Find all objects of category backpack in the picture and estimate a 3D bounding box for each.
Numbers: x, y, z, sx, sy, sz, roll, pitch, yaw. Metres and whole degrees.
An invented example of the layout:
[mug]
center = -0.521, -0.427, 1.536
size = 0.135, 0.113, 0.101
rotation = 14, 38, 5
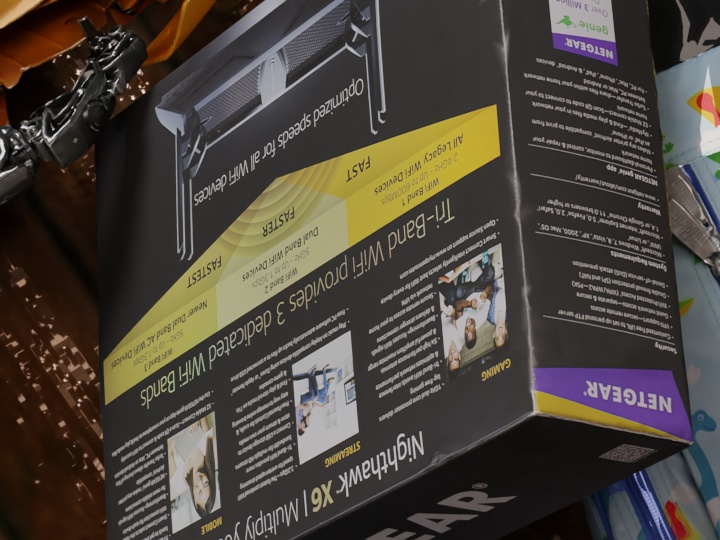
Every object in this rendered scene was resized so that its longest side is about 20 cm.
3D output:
[backpack]
center = 0.117, 0.033, 0.794
size = 0.153, 0.163, 0.200
rotation = -37, 71, 7

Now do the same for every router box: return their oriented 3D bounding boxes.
[router box]
center = 0.000, 0.000, 0.776
size = 0.052, 0.200, 0.158
rotation = 12, 63, -33

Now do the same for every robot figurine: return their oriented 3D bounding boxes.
[robot figurine]
center = -0.106, -0.090, 0.872
size = 0.144, 0.058, 0.200
rotation = 27, 67, 28
